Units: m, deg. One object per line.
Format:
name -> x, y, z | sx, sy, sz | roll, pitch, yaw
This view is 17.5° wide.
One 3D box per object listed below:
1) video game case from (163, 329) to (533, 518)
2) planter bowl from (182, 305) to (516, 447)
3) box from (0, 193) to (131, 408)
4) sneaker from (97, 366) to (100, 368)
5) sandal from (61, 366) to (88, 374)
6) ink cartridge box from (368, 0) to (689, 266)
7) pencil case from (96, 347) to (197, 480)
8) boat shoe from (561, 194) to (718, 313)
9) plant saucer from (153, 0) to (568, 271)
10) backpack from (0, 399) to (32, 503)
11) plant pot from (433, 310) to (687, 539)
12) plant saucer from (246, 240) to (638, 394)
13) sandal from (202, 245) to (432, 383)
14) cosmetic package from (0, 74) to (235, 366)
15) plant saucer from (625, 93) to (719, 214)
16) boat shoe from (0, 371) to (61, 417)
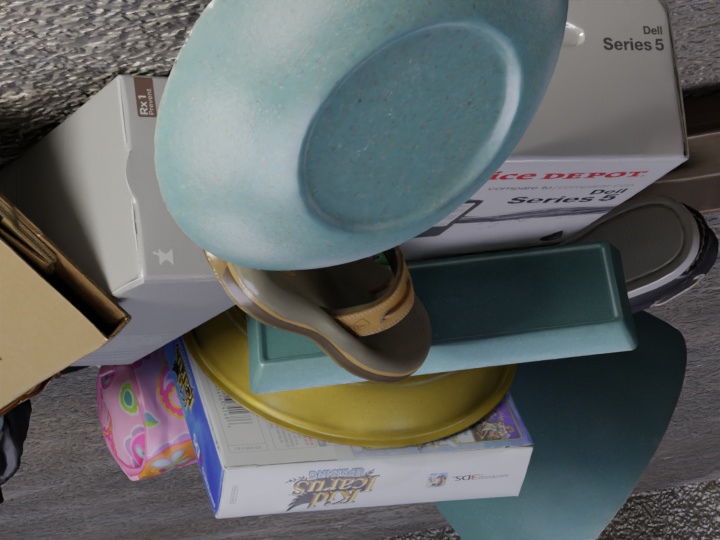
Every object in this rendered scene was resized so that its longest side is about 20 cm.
video game case -> -0.017, 0.053, 1.351 | 0.180, 0.201, 0.046 | -3, 131, -17
planter bowl -> 0.000, 0.000, 1.318 | 0.199, 0.201, 0.084 | -3, 131, -19
box -> -0.216, -0.001, 1.182 | 0.163, 0.021, 0.200 | 44, 149, -12
sneaker -> -0.107, 0.047, 1.495 | 0.199, 0.076, 0.115 | 12, 169, 16
sandal -> -0.133, 0.014, 1.425 | 0.199, 0.076, 0.048 | -13, -175, -17
ink cartridge box -> 0.052, -0.064, 1.156 | 0.144, 0.085, 0.200 | -2, 166, -19
pencil case -> -0.060, 0.068, 1.425 | 0.199, 0.088, 0.087 | -12, 170, -25
boat shoe -> 0.124, 0.007, 1.437 | 0.199, 0.074, 0.060 | -23, 158, 24
plant saucer -> 0.012, -0.068, 0.961 | 0.200, 0.039, 0.202 | -22, 140, -20
backpack -> -0.311, 0.069, 1.402 | 0.166, 0.128, 0.200 | 8, 175, 32
plant pot -> 0.101, 0.087, 1.539 | 0.134, 0.201, 0.200 | 33, 156, -11
plant saucer -> 0.039, 0.021, 1.198 | 0.198, 0.070, 0.019 | -6, 139, 0
sandal -> -0.010, 0.000, 1.094 | 0.054, 0.081, 0.200 | -37, 151, 14
cosmetic package -> -0.122, -0.021, 1.202 | 0.090, 0.108, 0.200 | 0, 167, -32
plant saucer -> 0.203, -0.067, 1.370 | 0.198, 0.030, 0.200 | -8, 168, -2
boat shoe -> -0.194, 0.043, 1.328 | 0.200, 0.067, 0.072 | -39, 136, -16
